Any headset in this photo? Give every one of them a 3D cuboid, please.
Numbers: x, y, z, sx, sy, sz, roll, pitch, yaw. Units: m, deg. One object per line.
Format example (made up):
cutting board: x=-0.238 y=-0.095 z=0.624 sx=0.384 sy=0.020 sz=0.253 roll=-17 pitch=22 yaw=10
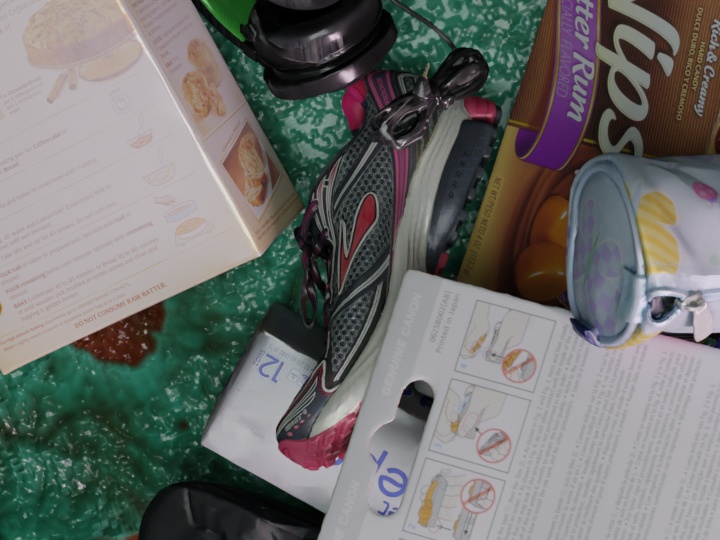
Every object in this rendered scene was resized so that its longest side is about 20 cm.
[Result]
headset: x=-0.029 y=-0.121 z=1.191 sx=0.200 sy=0.094 sz=0.124 roll=30 pitch=149 yaw=29

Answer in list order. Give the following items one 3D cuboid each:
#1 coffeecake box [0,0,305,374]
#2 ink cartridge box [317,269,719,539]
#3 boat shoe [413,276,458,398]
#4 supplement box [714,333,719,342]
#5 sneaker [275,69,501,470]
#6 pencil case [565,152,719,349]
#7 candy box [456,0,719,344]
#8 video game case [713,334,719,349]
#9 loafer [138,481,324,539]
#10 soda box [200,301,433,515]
coffeecake box: x=-0.145 y=-0.076 z=1.249 sx=0.153 sy=0.073 sz=0.200 roll=-24 pitch=102 yaw=24
ink cartridge box: x=0.094 y=0.101 z=1.154 sx=0.199 sy=0.057 sz=0.163 roll=14 pitch=77 yaw=22
boat shoe: x=0.122 y=0.068 z=1.284 sx=0.200 sy=0.074 sz=0.066 roll=24 pitch=110 yaw=9
supplement box: x=0.261 y=-0.004 z=1.249 sx=0.199 sy=0.067 sz=0.069 roll=-11 pitch=101 yaw=7
sneaker: x=0.000 y=0.000 z=1.236 sx=0.074 sy=0.081 sz=0.200 roll=21 pitch=64 yaw=-1
pencil case: x=0.187 y=-0.012 z=1.141 sx=0.199 sy=0.091 sz=0.083 roll=-4 pitch=105 yaw=-21
candy box: x=0.129 y=-0.063 z=1.220 sx=0.117 sy=0.056 sz=0.201 roll=32 pitch=112 yaw=40
video game case: x=0.208 y=0.133 z=1.166 sx=0.181 sy=0.045 sz=0.200 roll=25 pitch=80 yaw=17
loafer: x=-0.007 y=0.155 z=1.283 sx=0.200 sy=0.072 sz=0.073 roll=29 pitch=104 yaw=18
soda box: x=0.026 y=0.097 z=1.297 sx=0.200 sy=0.063 sz=0.068 roll=29 pitch=104 yaw=-3
